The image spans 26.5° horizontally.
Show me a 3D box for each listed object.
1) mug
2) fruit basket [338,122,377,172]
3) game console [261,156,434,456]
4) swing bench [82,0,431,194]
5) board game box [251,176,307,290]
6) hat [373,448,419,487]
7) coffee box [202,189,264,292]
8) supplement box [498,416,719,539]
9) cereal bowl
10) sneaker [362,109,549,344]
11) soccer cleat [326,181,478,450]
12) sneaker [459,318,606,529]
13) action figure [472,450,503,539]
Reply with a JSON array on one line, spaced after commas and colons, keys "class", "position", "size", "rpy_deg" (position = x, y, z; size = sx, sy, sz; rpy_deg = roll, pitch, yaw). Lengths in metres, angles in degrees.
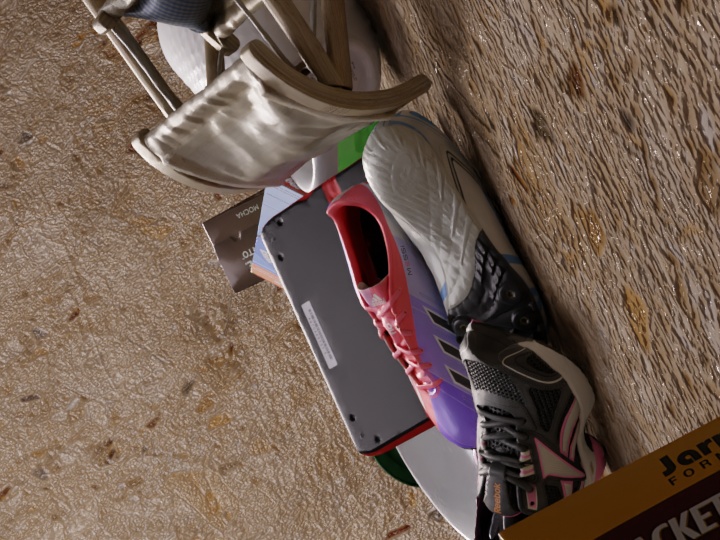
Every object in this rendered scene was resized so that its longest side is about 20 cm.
[{"class": "mug", "position": [-0.059, -0.155, 1.224], "size": [0.175, 0.146, 0.202], "rpy_deg": [45, 153, 48]}, {"class": "fruit basket", "position": [0.015, -0.011, 1.372], "size": [0.216, 0.153, 0.219], "rpy_deg": [-12, -90, -82]}, {"class": "game console", "position": [0.026, 0.015, 1.126], "size": [0.031, 0.176, 0.202], "rpy_deg": [-11, -108, -53]}, {"class": "swing bench", "position": [-0.082, -0.162, 1.010], "size": [0.198, 0.129, 0.202], "rpy_deg": [-25, 85, 58]}, {"class": "board game box", "position": [0.000, 0.000, 1.290], "size": [0.198, 0.019, 0.104], "rpy_deg": [27, 127, 18]}, {"class": "hat", "position": [0.109, 0.146, 1.632], "size": [0.175, 0.200, 0.166], "rpy_deg": [-17, 117, 49]}, {"class": "coffee box", "position": [-0.061, -0.059, 1.578], "size": [0.081, 0.112, 0.200], "rpy_deg": [64, -151, -6]}, {"class": "supplement box", "position": [0.154, 0.162, 0.385], "size": [0.199, 0.132, 0.200], "rpy_deg": [66, 176, -31]}, {"class": "cereal bowl", "position": [0.102, 0.153, 1.403], "size": [0.200, 0.083, 0.201], "rpy_deg": [48, 159, 25]}, {"class": "sneaker", "position": [0.072, -0.020, 1.031], "size": [0.201, 0.071, 0.072], "rpy_deg": [59, -148, -8]}, {"class": "soccer cleat", "position": [0.034, 0.033, 1.059], "size": [0.073, 0.068, 0.202], "rpy_deg": [-11, -103, -54]}, {"class": "sneaker", "position": [0.109, 0.116, 1.000], "size": [0.080, 0.087, 0.201], "rpy_deg": [14, 150, 37]}, {"class": "action figure", "position": [0.136, 0.239, 1.272], "size": [0.201, 0.133, 0.150], "rpy_deg": [72, 173, -46]}]
